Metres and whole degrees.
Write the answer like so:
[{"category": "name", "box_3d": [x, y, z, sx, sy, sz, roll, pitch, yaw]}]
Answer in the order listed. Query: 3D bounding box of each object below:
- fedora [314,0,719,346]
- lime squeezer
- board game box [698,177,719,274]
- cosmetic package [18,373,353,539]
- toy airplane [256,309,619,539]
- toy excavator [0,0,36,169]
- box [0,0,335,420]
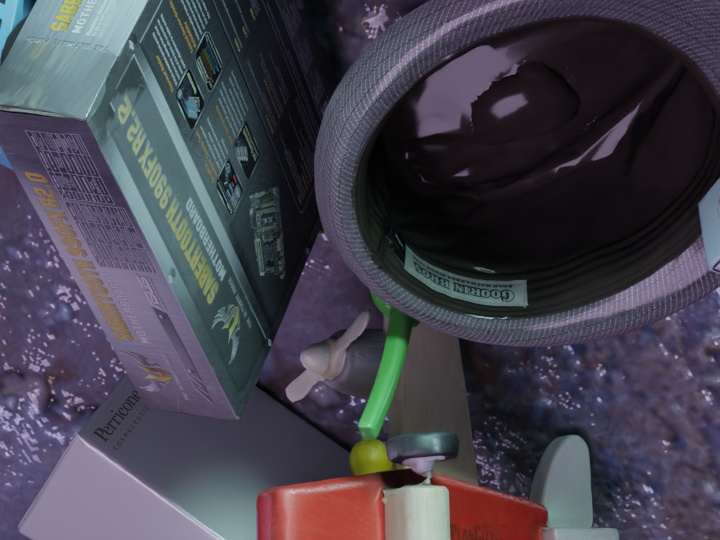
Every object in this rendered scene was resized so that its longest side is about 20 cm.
[{"category": "fedora", "box_3d": [0.079, -0.061, 0.906, 0.200, 0.090, 0.177, -32, 118, 24]}, {"category": "lime squeezer", "box_3d": [0.000, 0.000, 0.972, 0.070, 0.200, 0.038, -10, 124, -16]}, {"category": "board game box", "box_3d": [0.263, -0.045, 0.823, 0.199, 0.041, 0.200, 20, 131, -20]}, {"category": "cosmetic package", "box_3d": [-0.053, 0.134, 1.093, 0.200, 0.108, 0.085, 35, 129, -1]}, {"category": "toy airplane", "box_3d": [0.024, 0.123, 1.001, 0.141, 0.200, 0.200, -11, 122, 31]}, {"category": "toy excavator", "box_3d": [-0.178, -0.081, 0.965, 0.199, 0.100, 0.195, 7, 81, 23]}, {"category": "box", "box_3d": [-0.070, -0.059, 0.906, 0.048, 0.159, 0.200, 8, 146, 23]}]
